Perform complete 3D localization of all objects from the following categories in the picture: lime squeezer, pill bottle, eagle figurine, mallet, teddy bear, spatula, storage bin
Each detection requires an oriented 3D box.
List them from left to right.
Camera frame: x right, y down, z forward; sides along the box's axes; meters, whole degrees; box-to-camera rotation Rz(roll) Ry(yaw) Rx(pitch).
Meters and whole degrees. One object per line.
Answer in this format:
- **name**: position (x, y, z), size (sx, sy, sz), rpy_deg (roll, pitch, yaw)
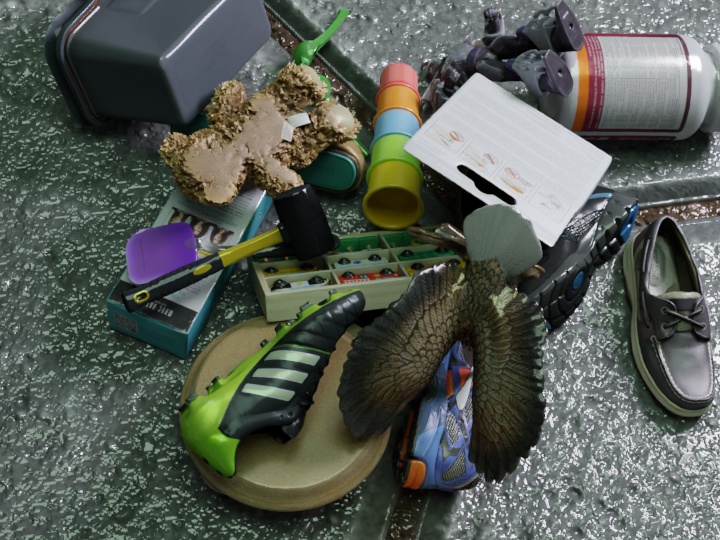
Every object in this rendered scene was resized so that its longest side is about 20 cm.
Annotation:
- **storage bin**: position (-0.189, -0.236, 1.332), size (0.134, 0.146, 0.200), rpy_deg (15, 51, 30)
- **mallet**: position (-0.120, -0.021, 1.204), size (0.199, 0.041, 0.066), rpy_deg (-17, 98, -19)
- **spatula**: position (-0.114, -0.021, 1.243), size (0.198, 0.021, 0.057), rpy_deg (-4, 59, -18)
- **teddy bear**: position (-0.093, -0.121, 1.285), size (0.145, 0.067, 0.200), rpy_deg (38, 61, -3)
- **lime squeezer**: position (-0.036, -0.200, 1.427), size (0.070, 0.038, 0.201), rpy_deg (17, 49, -34)
- **eagle figurine**: position (0.088, 0.057, 1.133), size (0.151, 0.151, 0.201), rpy_deg (46, 51, -29)
- **pill bottle**: position (0.293, -0.190, 1.411), size (0.198, 0.110, 0.110), rpy_deg (-1, 57, -8)

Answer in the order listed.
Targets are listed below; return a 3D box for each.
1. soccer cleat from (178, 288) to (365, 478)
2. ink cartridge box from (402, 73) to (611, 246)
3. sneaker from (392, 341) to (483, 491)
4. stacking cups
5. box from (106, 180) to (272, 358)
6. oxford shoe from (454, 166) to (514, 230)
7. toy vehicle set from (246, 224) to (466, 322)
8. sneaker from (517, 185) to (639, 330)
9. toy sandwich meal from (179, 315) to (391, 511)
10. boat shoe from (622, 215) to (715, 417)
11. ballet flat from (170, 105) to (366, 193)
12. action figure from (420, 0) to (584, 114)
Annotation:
- **soccer cleat**: position (-0.062, 0.092, 1.139), size (0.200, 0.068, 0.081), rpy_deg (-39, 87, -22)
- **ink cartridge box**: position (0.132, -0.094, 1.253), size (0.160, 0.047, 0.200), rpy_deg (34, 37, 6)
- **sneaker**: position (0.085, 0.112, 1.223), size (0.078, 0.075, 0.201), rpy_deg (21, 62, -10)
- **stacking cups**: position (0.040, -0.129, 1.362), size (0.060, 0.061, 0.201), rpy_deg (9, 46, -2)
- **box**: position (-0.156, -0.021, 1.279), size (0.082, 0.049, 0.201), rpy_deg (22, 57, 7)
- **oxford shoe**: position (0.129, -0.097, 1.346), size (0.072, 0.085, 0.201), rpy_deg (5, 55, -2)
- **toy vehicle set**: position (0.000, 0.000, 1.260), size (0.198, 0.027, 0.124), rpy_deg (-7, 23, -12)
- **sneaker**: position (0.190, -0.015, 1.317), size (0.082, 0.074, 0.200), rpy_deg (28, 49, 23)
- **toy sandwich meal**: position (-0.062, 0.123, 1.192), size (0.203, 0.070, 0.206), rpy_deg (2, 59, -3)
- **boat shoe**: position (0.296, 0.039, 1.290), size (0.071, 0.065, 0.201), rpy_deg (1, 58, -9)
- **ballet flat**: position (-0.090, -0.124, 1.358), size (0.199, 0.069, 0.063), rpy_deg (17, 29, 1)
- **action figure**: position (0.133, -0.217, 1.387), size (0.199, 0.069, 0.131), rpy_deg (0, 56, 47)
